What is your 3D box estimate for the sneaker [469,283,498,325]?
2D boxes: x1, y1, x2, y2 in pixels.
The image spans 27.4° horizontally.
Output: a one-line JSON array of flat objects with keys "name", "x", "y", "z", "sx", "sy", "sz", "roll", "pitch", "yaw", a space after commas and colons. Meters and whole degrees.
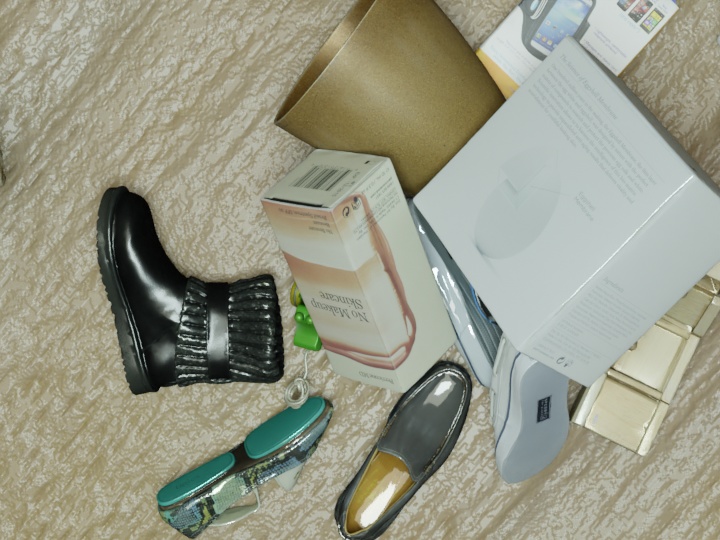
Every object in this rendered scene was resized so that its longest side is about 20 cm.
[{"name": "sneaker", "x": 0.170, "y": -0.038, "z": 1.380, "sx": 0.070, "sy": 0.083, "sz": 0.201, "roll": 30, "pitch": 95, "yaw": -31}]

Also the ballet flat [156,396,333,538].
[{"name": "ballet flat", "x": -0.102, "y": 0.196, "z": 1.434, "sx": 0.199, "sy": 0.074, "sz": 0.075, "roll": -30, "pitch": 89, "yaw": 5}]

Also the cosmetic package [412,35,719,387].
[{"name": "cosmetic package", "x": 0.186, "y": -0.050, "z": 1.253, "sx": 0.200, "sy": 0.122, "sz": 0.200, "roll": -46, "pitch": 48, "yaw": 17}]

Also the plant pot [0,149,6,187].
[{"name": "plant pot", "x": -0.441, "y": -0.120, "z": 1.395, "sx": 0.181, "sy": 0.200, "sz": 0.203, "roll": -15, "pitch": 90, "yaw": -8}]

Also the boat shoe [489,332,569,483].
[{"name": "boat shoe", "x": 0.154, "y": 0.119, "z": 1.375, "sx": 0.073, "sy": 0.201, "sz": 0.066, "roll": -14, "pitch": 49, "yaw": -19}]

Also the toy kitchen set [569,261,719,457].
[{"name": "toy kitchen set", "x": 0.236, "y": 0.047, "z": 1.345, "sx": 0.162, "sy": 0.180, "sz": 0.202, "roll": 25, "pitch": 88, "yaw": 4}]

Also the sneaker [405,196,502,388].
[{"name": "sneaker", "x": 0.077, "y": 0.027, "z": 1.420, "sx": 0.070, "sy": 0.073, "sz": 0.202, "roll": -27, "pitch": 92, "yaw": 32}]

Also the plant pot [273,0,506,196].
[{"name": "plant pot", "x": 0.052, "y": -0.150, "z": 1.368, "sx": 0.199, "sy": 0.186, "sz": 0.187, "roll": 37, "pitch": 93, "yaw": -10}]

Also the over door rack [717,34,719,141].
[{"name": "over door rack", "x": 0.411, "y": -0.196, "z": 1.381, "sx": 0.146, "sy": 0.067, "sz": 0.202, "roll": 7, "pitch": 71, "yaw": 3}]

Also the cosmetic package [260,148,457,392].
[{"name": "cosmetic package", "x": 0.000, "y": 0.000, "z": 1.335, "sx": 0.087, "sy": 0.103, "sz": 0.202, "roll": -43, "pitch": 124, "yaw": -31}]

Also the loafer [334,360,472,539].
[{"name": "loafer", "x": 0.044, "y": 0.178, "z": 1.413, "sx": 0.072, "sy": 0.072, "sz": 0.201, "roll": 31, "pitch": 92, "yaw": 4}]

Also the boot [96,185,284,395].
[{"name": "boot", "x": -0.159, "y": 0.013, "z": 1.418, "sx": 0.156, "sy": 0.079, "sz": 0.214, "roll": -9, "pitch": 101, "yaw": 10}]

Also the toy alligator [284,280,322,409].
[{"name": "toy alligator", "x": -0.042, "y": 0.032, "z": 1.411, "sx": 0.059, "sy": 0.054, "sz": 0.202, "roll": 14, "pitch": 82, "yaw": 23}]

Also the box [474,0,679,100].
[{"name": "box", "x": 0.210, "y": -0.232, "z": 1.416, "sx": 0.119, "sy": 0.041, "sz": 0.200, "roll": 43, "pitch": 91, "yaw": 2}]
